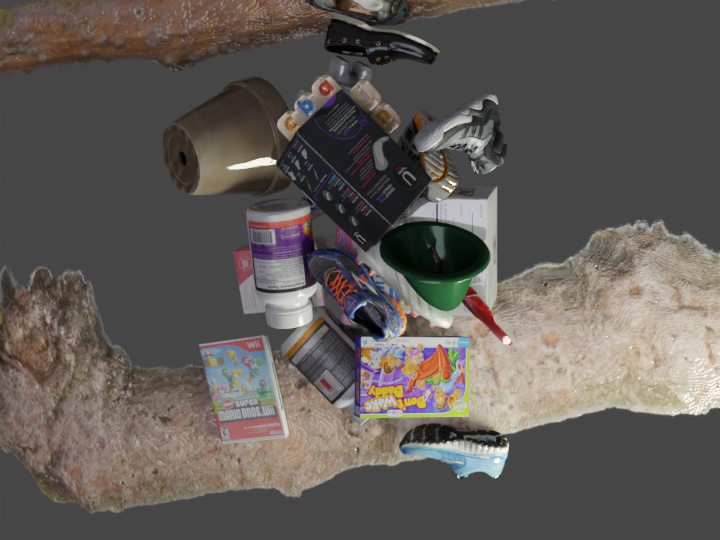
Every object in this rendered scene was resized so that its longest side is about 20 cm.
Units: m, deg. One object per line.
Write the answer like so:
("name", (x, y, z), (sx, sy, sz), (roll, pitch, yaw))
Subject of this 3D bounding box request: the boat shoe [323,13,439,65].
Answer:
("boat shoe", (0.034, -0.366, 1.568), (0.198, 0.074, 0.064), (18, 89, 17))

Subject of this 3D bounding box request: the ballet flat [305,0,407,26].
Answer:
("ballet flat", (-0.019, -0.454, 1.570), (0.196, 0.072, 0.074), (18, 107, 11))

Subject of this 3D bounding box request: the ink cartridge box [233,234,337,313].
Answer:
("ink cartridge box", (-0.118, 0.005, 1.706), (0.195, 0.067, 0.119), (-7, 101, 16))

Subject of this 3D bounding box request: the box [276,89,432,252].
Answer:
("box", (-0.010, -0.151, 1.457), (0.200, 0.122, 0.106), (44, 148, -1))

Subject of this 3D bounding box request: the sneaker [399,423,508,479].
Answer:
("sneaker", (0.164, 0.334, 1.703), (0.195, 0.078, 0.092), (6, 108, 14))

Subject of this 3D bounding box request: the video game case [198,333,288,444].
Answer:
("video game case", (-0.222, 0.227, 1.814), (0.140, 0.017, 0.205), (-8, 100, 18))

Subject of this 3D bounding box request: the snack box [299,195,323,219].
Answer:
("snack box", (-0.089, -0.110, 1.668), (0.197, 0.072, 0.025), (-27, 75, 19))

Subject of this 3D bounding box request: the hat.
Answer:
("hat", (0.122, 0.045, 1.489), (0.198, 0.165, 0.179), (24, 130, 31))

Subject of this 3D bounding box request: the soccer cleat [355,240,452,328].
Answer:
("soccer cleat", (0.079, 0.010, 1.523), (0.199, 0.069, 0.078), (42, 104, 4))

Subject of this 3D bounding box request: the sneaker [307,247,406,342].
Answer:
("sneaker", (-0.008, 0.039, 1.549), (0.199, 0.078, 0.076), (40, 113, 3))

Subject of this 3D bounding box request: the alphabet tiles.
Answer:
("alphabet tiles", (-0.033, -0.207, 1.545), (0.200, 0.015, 0.196), (-43, 105, 10))

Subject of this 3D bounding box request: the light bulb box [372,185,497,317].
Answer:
("light bulb box", (0.125, -0.037, 1.599), (0.195, 0.125, 0.203), (3, 104, 15))

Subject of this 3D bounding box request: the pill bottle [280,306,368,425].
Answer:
("pill bottle", (-0.039, 0.170, 1.697), (0.200, 0.116, 0.116), (46, 110, 1))

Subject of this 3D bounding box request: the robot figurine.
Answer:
("robot figurine", (-0.036, -0.251, 1.599), (0.166, 0.113, 0.204), (11, 107, -17))

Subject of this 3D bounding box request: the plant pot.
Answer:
("plant pot", (-0.227, -0.206, 1.587), (0.198, 0.172, 0.204), (26, 126, 41))

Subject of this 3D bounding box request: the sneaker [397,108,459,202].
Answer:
("sneaker", (0.105, -0.174, 1.555), (0.078, 0.202, 0.077), (31, 124, -29))

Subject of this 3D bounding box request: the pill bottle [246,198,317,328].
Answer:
("pill bottle", (-0.129, -0.012, 1.608), (0.109, 0.112, 0.205), (0, 107, 15))

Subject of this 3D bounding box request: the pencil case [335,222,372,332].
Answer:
("pencil case", (0.000, 0.000, 1.661), (0.085, 0.087, 0.205), (0, 100, 15))

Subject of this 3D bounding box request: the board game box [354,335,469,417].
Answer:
("board game box", (0.089, 0.182, 1.641), (0.195, 0.045, 0.138), (1, 89, -14))

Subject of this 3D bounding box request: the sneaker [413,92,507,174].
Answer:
("sneaker", (0.171, -0.202, 1.518), (0.075, 0.199, 0.116), (-13, 106, 48))
